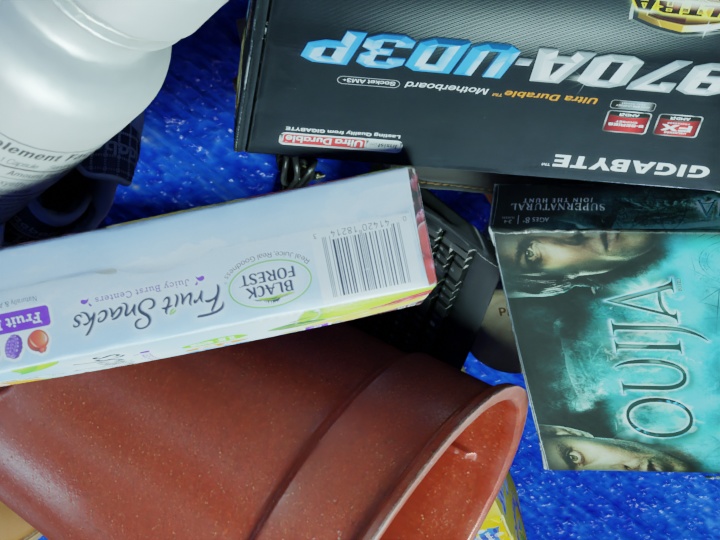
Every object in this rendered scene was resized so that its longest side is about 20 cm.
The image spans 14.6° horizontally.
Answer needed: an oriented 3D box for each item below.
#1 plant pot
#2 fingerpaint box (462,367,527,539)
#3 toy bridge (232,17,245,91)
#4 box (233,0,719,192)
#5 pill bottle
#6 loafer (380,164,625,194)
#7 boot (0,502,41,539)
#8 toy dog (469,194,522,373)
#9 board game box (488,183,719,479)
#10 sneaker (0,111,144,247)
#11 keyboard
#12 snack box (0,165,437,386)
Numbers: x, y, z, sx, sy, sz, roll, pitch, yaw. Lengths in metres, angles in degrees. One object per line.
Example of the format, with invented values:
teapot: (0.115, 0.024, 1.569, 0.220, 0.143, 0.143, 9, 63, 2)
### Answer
plant pot: (-0.058, 0.090, 1.300, 0.195, 0.201, 0.201, 31, 155, 15)
fingerpaint box: (-0.001, 0.133, 1.572, 0.167, 0.073, 0.200, -14, 152, 7)
toy bridge: (0.042, -0.102, 1.210, 0.200, 0.027, 0.067, -13, 152, 0)
box: (0.059, -0.096, 1.020, 0.200, 0.046, 0.159, 5, 148, -6)
pill bottle: (-0.138, -0.090, 1.074, 0.114, 0.114, 0.200, 16, 141, -41)
loafer: (0.104, -0.055, 1.211, 0.200, 0.072, 0.073, -7, 146, -15)
boot: (-0.224, 0.085, 1.409, 0.200, 0.074, 0.155, 2, 145, -29)
toy dog: (0.129, -0.030, 1.303, 0.200, 0.132, 0.096, -23, 121, 8)
board game box: (0.136, 0.030, 1.243, 0.135, 0.028, 0.200, 0, 145, 12)
sneaker: (-0.159, -0.030, 1.213, 0.076, 0.081, 0.200, 7, 148, -33)
keyboard: (0.000, 0.000, 1.310, 0.021, 0.127, 0.200, -46, 169, -24)
snack box: (-0.073, 0.006, 1.118, 0.200, 0.053, 0.142, -11, 176, -2)
